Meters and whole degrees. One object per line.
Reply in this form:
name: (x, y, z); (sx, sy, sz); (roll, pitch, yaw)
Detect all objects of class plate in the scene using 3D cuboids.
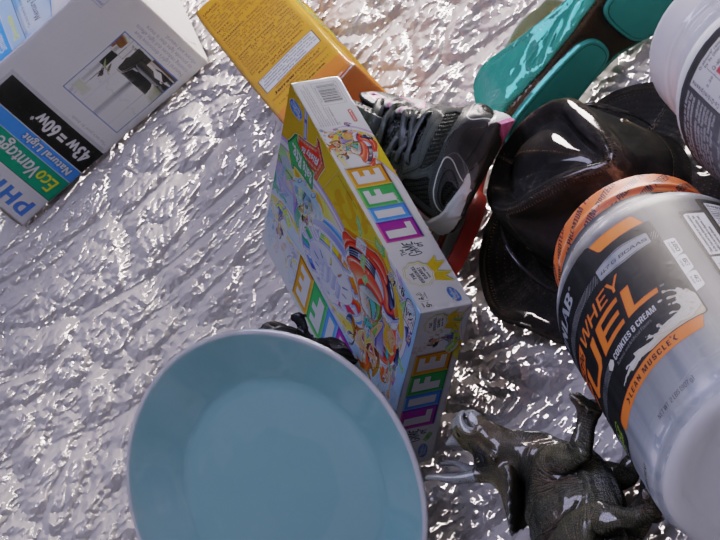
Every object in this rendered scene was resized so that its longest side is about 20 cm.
plate: (-0.046, 0.129, 1.463); (0.200, 0.201, 0.026); (-25, 0, 29)

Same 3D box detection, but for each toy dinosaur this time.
toy dinosaur: (0.122, 0.135, 1.351); (0.102, 0.077, 0.200); (-57, 39, 22)

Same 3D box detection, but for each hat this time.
hat: (0.133, -0.053, 1.487); (0.200, 0.081, 0.201); (-27, 41, 26)

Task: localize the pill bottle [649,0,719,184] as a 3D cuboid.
pill bottle: (0.241, -0.082, 1.373); (0.116, 0.116, 0.200); (-44, 37, 7)

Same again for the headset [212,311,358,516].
headset: (-0.073, 0.100, 1.539); (0.200, 0.094, 0.124); (-43, 38, 36)

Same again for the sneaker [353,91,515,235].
sneaker: (0.025, -0.073, 1.556); (0.081, 0.086, 0.200); (-64, 12, -11)

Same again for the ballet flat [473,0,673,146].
ballet flat: (0.144, -0.162, 1.579); (0.200, 0.067, 0.070); (-43, 53, 10)

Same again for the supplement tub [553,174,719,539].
supplement tub: (0.177, 0.041, 1.320); (0.122, 0.123, 0.200); (-41, 35, 11)

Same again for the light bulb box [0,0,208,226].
light bulb box: (-0.248, -0.180, 1.961); (0.200, 0.125, 0.198); (-40, 37, 10)

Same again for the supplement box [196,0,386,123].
supplement box: (-0.044, -0.145, 1.768); (0.069, 0.067, 0.200); (-46, 37, 3)

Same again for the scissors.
scissors: (0.078, -0.068, 1.600); (0.200, 0.014, 0.073); (-65, 13, -25)

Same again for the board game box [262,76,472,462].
board game box: (0.000, 0.000, 1.511); (0.034, 0.135, 0.200); (-10, 47, -22)
